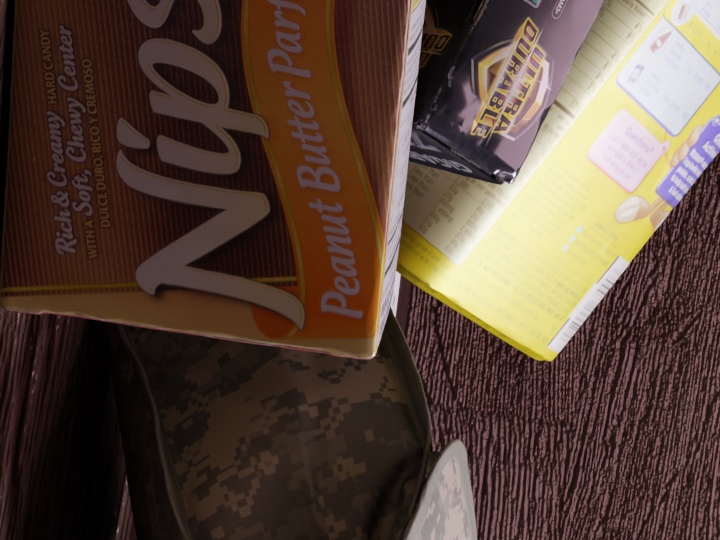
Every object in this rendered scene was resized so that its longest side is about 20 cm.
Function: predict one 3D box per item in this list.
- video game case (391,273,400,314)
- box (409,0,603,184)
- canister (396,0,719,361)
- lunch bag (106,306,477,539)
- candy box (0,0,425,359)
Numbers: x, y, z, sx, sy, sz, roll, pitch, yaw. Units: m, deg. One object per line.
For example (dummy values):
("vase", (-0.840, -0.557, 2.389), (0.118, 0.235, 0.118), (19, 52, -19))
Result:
("video game case", (0.000, 0.000, 1.025), (0.200, 0.024, 0.182), (84, 12, -57))
("box", (0.026, -0.139, 0.760), (0.200, 0.050, 0.199), (17, -99, 57))
("canister", (0.086, -0.075, 0.809), (0.200, 0.087, 0.149), (-52, 145, 5))
("lunch bag", (-0.018, 0.110, 0.791), (0.200, 0.117, 0.164), (-113, -167, -47))
("candy box", (-0.039, -0.081, 0.632), (0.055, 0.115, 0.200), (-65, 162, -71))
